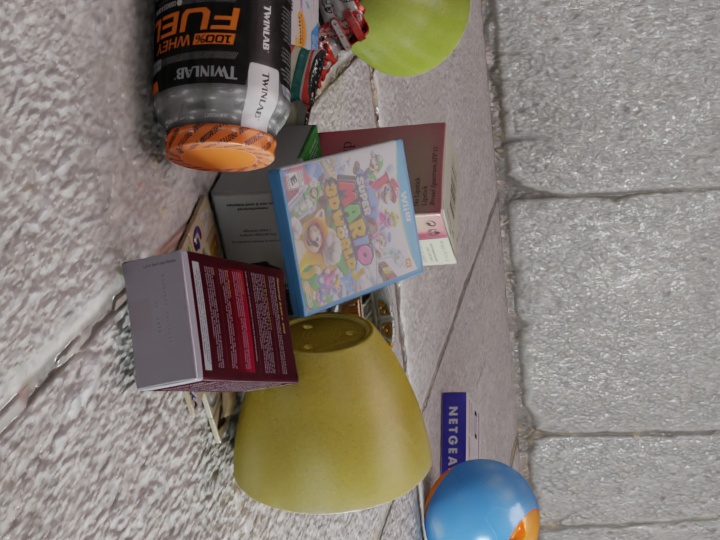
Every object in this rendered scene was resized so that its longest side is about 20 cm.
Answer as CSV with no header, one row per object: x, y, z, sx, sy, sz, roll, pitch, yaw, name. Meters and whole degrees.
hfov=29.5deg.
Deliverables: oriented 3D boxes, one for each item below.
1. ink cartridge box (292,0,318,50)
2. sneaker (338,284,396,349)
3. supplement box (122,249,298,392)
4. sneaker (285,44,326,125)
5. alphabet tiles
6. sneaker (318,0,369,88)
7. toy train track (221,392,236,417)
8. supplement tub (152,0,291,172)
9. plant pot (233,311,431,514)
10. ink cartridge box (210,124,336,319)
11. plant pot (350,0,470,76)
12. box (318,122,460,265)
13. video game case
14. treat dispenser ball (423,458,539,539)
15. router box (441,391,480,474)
-0.099,-0.279,1.424,0.200,0.067,0.116,25,64,-75,ink cartridge box
0.000,0.000,1.476,0.088,0.075,0.202,134,-42,-85,sneaker
-0.126,0.048,1.188,0.200,0.060,0.110,14,66,-67,supplement box
-0.091,-0.195,1.424,0.200,0.093,0.071,133,-29,-81,sneaker
-0.146,0.057,1.300,0.168,0.007,0.201,-76,158,-51,alphabet tiles
-0.048,-0.248,1.552,0.067,0.107,0.203,47,43,-70,sneaker
-0.128,0.086,1.285,0.200,0.032,0.116,-17,104,-75,toy train track
-0.121,-0.195,1.201,0.123,0.121,0.202,39,49,-73,supplement tub
-0.031,0.125,1.338,0.200,0.198,0.143,-60,150,-66,plant pot
-0.081,-0.030,1.426,0.147,0.082,0.201,-72,157,-54,ink cartridge box
0.018,-0.359,1.769,0.200,0.186,0.189,2,85,-62,plant pot
0.010,-0.083,1.569,0.109,0.198,0.129,67,23,-56,box
-0.010,-0.046,1.368,0.199,0.018,0.145,-20,102,-50,video game case
0.207,0.424,2.335,0.201,0.199,0.203,-2,90,-77,treat dispenser ball
0.193,0.348,2.613,0.180,0.048,0.202,54,35,-67,router box
